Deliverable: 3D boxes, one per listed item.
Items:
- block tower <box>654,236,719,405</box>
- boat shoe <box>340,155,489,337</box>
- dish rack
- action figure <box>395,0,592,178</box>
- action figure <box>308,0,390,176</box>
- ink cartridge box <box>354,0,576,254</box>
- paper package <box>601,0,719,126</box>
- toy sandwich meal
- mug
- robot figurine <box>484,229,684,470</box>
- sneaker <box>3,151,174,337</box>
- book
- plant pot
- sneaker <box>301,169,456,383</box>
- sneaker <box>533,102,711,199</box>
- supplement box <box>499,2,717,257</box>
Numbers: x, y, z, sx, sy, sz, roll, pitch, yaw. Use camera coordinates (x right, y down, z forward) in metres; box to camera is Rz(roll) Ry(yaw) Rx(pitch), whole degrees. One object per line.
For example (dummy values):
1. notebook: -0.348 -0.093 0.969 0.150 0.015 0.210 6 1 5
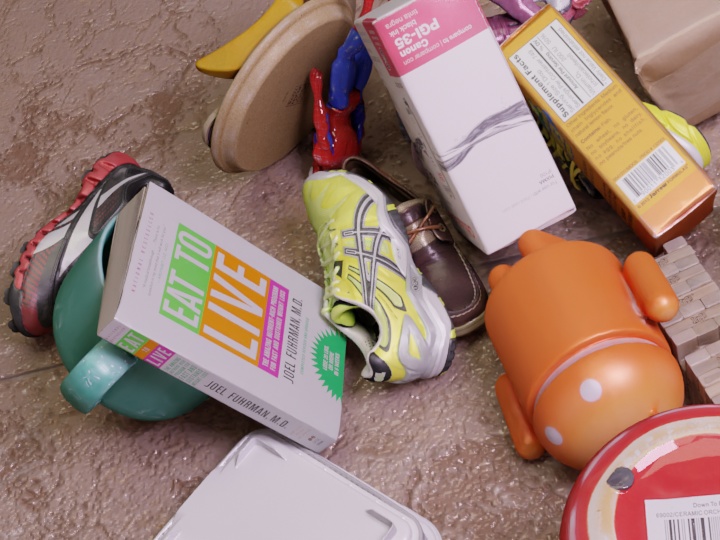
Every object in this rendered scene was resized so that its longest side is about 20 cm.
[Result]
1. block tower: 0.259 0.067 1.037 0.057 0.054 0.201 -23 47 -2
2. boat shoe: 0.038 -0.026 1.179 0.072 0.072 0.201 -29 48 -6
3. dish rack: -0.058 0.205 1.039 0.199 0.044 0.172 26 64 35
4. action figure: 0.113 -0.197 1.256 0.198 0.135 0.150 -20 48 6
5. action figure: -0.013 -0.160 1.246 0.051 0.202 0.065 29 29 26
6. ink cartridge box: 0.080 -0.125 1.133 0.082 0.202 0.147 -27 11 -1
7. paper package: 0.309 -0.247 1.225 0.198 0.104 0.192 -28 45 13
8. toy sandwich meal: -0.076 -0.179 1.269 0.070 0.206 0.205 38 69 16
9. mug: -0.179 0.042 1.130 0.114 0.184 0.153 -44 61 38
10. robot figurine: 0.161 0.059 1.035 0.142 0.117 0.201 -22 48 0
11. sneaker: -0.233 -0.020 1.269 0.097 0.071 0.201 14 56 31
12. book: -0.099 0.039 1.082 0.048 0.199 0.135 -39 33 36
13. plant pot: 0.217 0.191 0.865 0.198 0.184 0.202 -10 46 10
14. sneaker: 0.000 0.000 1.131 0.076 0.076 0.201 -14 57 -31
15. sneaker: 0.186 -0.110 1.182 0.198 0.075 0.085 24 67 19
16. supplement box: 0.190 -0.110 1.119 0.069 0.067 0.201 -37 73 1
